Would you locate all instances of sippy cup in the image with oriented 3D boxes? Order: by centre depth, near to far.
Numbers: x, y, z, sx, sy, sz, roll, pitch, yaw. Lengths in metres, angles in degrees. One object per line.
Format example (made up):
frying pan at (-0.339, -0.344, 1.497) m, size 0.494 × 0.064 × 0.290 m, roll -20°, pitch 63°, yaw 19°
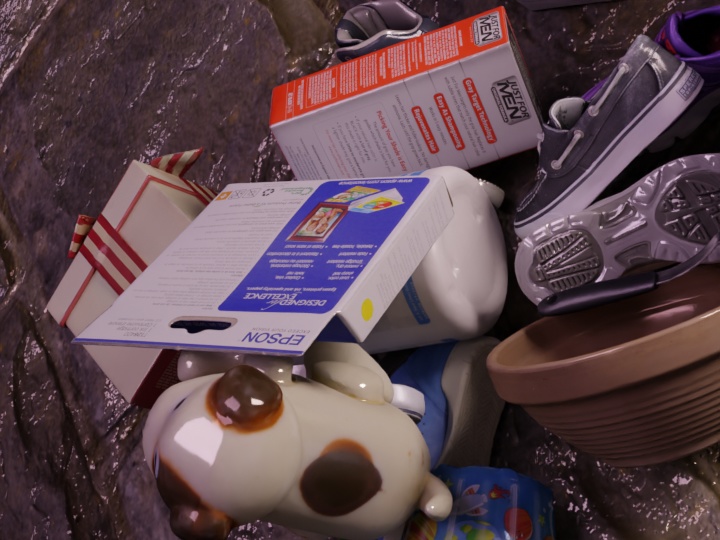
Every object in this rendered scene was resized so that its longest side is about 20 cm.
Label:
sippy cup at (0.080, 0.207, 1.046) m, size 0.140 × 0.178 × 0.131 m, roll 141°, pitch 142°, yaw -59°

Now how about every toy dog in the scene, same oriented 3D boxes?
toy dog at (-0.057, 0.124, 0.981) m, size 0.194 × 0.200 × 0.140 m, roll 37°, pitch 103°, yaw 34°

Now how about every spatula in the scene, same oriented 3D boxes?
spatula at (0.209, -0.003, 1.006) m, size 0.200 × 0.021 × 0.057 m, roll -22°, pitch 30°, yaw 24°

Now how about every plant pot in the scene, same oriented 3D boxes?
plant pot at (0.190, 0.068, 0.992) m, size 0.201 × 0.201 × 0.093 m, roll -13°, pitch 99°, yaw 44°

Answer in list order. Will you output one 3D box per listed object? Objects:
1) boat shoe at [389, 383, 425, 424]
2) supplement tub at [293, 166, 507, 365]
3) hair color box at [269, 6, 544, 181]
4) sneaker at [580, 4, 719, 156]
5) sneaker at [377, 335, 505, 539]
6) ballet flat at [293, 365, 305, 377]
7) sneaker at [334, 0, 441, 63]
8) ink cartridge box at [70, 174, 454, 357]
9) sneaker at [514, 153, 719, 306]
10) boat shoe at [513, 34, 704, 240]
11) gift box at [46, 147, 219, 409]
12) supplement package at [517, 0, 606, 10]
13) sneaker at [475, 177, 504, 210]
boat shoe at (-0.032, 0.143, 1.128) m, size 0.202 × 0.075 × 0.086 m, roll -20°, pitch 58°, yaw 39°
supplement tub at (0.000, 0.000, 1.167) m, size 0.200 × 0.132 × 0.132 m, roll -10°, pitch 63°, yaw 30°
hair color box at (0.038, -0.123, 1.209) m, size 0.200 × 0.102 × 0.061 m, roll -17°, pitch 36°, yaw 13°
sneaker at (0.229, -0.153, 1.104) m, size 0.200 × 0.083 × 0.081 m, roll -30°, pitch 51°, yaw 37°
sneaker at (0.039, 0.140, 1.171) m, size 0.111 × 0.077 × 0.200 m, roll 8°, pitch 78°, yaw 49°
ballet flat at (-0.028, 0.117, 1.279) m, size 0.069 × 0.069 × 0.200 m, roll -10°, pitch 68°, yaw 45°
sneaker at (0.006, -0.145, 1.292) m, size 0.202 × 0.146 × 0.077 m, roll -29°, pitch 34°, yaw 34°
ink cartridge box at (-0.063, 0.006, 1.035) m, size 0.197 × 0.047 × 0.200 m, roll 1°, pitch 39°, yaw 35°
sneaker at (0.208, -0.036, 1.073) m, size 0.200 × 0.099 × 0.078 m, roll -17°, pitch 94°, yaw 17°
boat shoe at (0.161, -0.094, 1.099) m, size 0.072 × 0.068 × 0.200 m, roll -52°, pitch 3°, yaw -42°
gift box at (-0.143, 0.010, 1.368) m, size 0.187 × 0.184 × 0.200 m, roll 41°, pitch 99°, yaw 41°
supplement package at (0.125, -0.303, 1.204) m, size 0.109 × 0.200 × 0.114 m, roll 3°, pitch 74°, yaw 49°
sneaker at (0.028, -0.019, 1.271) m, size 0.200 × 0.070 × 0.100 m, roll -7°, pitch 68°, yaw 47°
